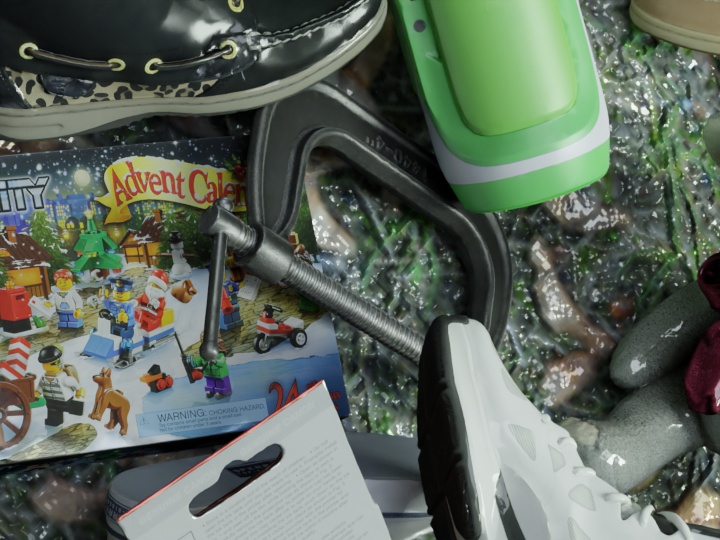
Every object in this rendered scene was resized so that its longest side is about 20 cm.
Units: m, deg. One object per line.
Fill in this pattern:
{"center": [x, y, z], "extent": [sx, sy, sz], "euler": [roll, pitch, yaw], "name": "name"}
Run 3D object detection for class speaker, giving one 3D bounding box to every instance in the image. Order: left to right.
{"center": [0.056, -0.133, 1.271], "extent": [0.088, 0.088, 0.201], "euler": [-22, 103, -29], "name": "speaker"}

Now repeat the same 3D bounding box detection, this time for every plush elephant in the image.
{"center": [0.204, 0.017, 1.292], "extent": [0.200, 0.164, 0.156], "euler": [-38, 136, -43], "name": "plush elephant"}

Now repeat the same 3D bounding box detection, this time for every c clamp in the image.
{"center": [0.000, 0.000, 1.247], "extent": [0.199, 0.027, 0.172], "euler": [27, 51, -37], "name": "c clamp"}

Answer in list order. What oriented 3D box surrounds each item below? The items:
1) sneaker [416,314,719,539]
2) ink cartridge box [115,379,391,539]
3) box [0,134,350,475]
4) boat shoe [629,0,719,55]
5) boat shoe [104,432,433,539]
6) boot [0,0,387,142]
{"center": [0.095, 0.106, 1.169], "extent": [0.115, 0.076, 0.202], "euler": [-9, 65, -13], "name": "sneaker"}
{"center": [-0.037, 0.142, 1.145], "extent": [0.109, 0.050, 0.201], "euler": [-33, 125, -19], "name": "ink cartridge box"}
{"center": [-0.111, 0.015, 1.214], "extent": [0.199, 0.038, 0.137], "euler": [-7, 80, -27], "name": "box"}
{"center": [0.234, -0.148, 1.362], "extent": [0.199, 0.071, 0.065], "euler": [0, 119, 9], "name": "boat shoe"}
{"center": [-0.029, 0.116, 1.219], "extent": [0.199, 0.073, 0.066], "euler": [-3, 108, -32], "name": "boat shoe"}
{"center": [-0.084, -0.142, 1.183], "extent": [0.202, 0.154, 0.074], "euler": [-15, 50, -12], "name": "boot"}
